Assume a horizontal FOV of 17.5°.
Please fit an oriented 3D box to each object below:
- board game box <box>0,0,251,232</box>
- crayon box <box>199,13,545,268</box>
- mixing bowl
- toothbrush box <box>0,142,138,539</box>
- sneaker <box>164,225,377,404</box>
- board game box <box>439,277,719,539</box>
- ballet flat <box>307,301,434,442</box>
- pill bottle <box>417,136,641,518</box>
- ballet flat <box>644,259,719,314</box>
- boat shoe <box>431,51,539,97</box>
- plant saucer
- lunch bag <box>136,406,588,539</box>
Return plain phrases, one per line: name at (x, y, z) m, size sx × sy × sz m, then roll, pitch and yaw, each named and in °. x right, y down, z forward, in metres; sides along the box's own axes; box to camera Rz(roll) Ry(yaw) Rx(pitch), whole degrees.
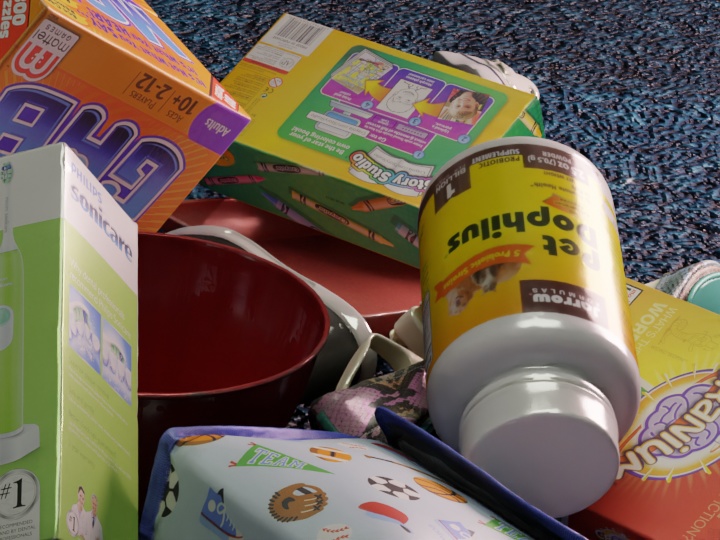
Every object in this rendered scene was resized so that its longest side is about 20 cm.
board game box at (-0.228, -0.097, 1.301) m, size 0.200 × 0.200 × 0.200 m, roll 47°, pitch 11°, yaw 30°
crayon box at (0.002, -0.082, 1.479) m, size 0.199 × 0.058 × 0.119 m, roll 21°, pitch 54°, yaw 28°
mixing bowl at (-0.119, 0.066, 1.214) m, size 0.199 × 0.109 × 0.200 m, roll 5°, pitch 24°, yaw -2°
toothbrush box at (-0.182, 0.059, 1.061) m, size 0.145 × 0.086 × 0.201 m, roll -14°, pitch 59°, yaw 16°
sneaker at (-0.091, 0.030, 1.357) m, size 0.099 × 0.071 × 0.200 m, roll -20°, pitch 31°, yaw -38°
board game box at (0.166, 0.090, 1.237) m, size 0.200 × 0.040 × 0.153 m, roll 23°, pitch 54°, yaw 36°
ballet flat at (0.034, 0.058, 1.297) m, size 0.071 × 0.069 × 0.200 m, roll 44°, pitch 32°, yaw 11°
pill bottle at (0.086, 0.030, 1.214) m, size 0.109 × 0.110 × 0.200 m, roll 4°, pitch 42°, yaw -5°
ballet flat at (0.169, 0.040, 1.399) m, size 0.074 × 0.075 × 0.200 m, roll 14°, pitch 23°, yaw 19°
boat shoe at (0.103, -0.122, 1.768) m, size 0.065 × 0.072 × 0.200 m, roll 0°, pitch 13°, yaw -12°
plant saucer at (0.000, 0.000, 1.469) m, size 0.199 × 0.037 × 0.200 m, roll -7°, pitch 24°, yaw -44°
lunch bag at (0.021, 0.143, 1.062) m, size 0.200 × 0.124 × 0.170 m, roll 6°, pitch 16°, yaw -43°
